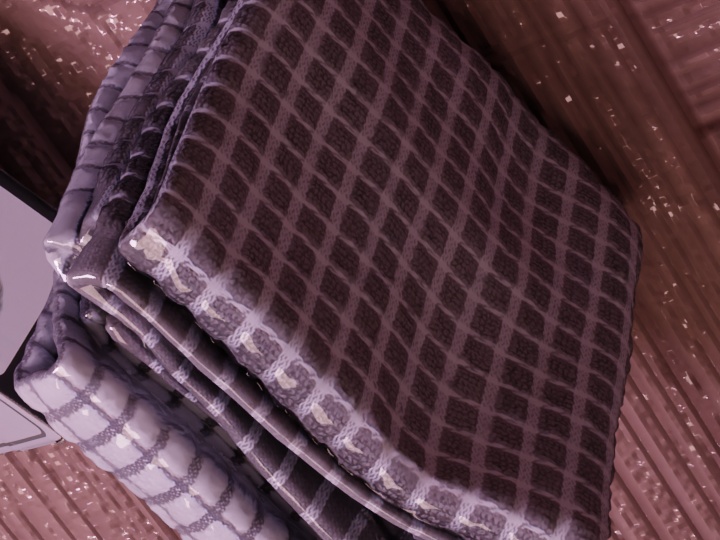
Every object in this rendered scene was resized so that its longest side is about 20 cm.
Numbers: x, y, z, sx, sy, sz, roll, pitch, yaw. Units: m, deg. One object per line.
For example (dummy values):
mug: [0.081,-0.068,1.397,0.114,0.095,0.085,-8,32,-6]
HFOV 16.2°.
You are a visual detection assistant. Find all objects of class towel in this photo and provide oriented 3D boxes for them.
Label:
towel: [0.000,0.000,0.705,0.085,0.201,0.166,-33,114,30]

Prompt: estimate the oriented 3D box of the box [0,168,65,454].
box: [-0.173,-0.021,0.782,0.200,0.060,0.116,37,158,-16]
